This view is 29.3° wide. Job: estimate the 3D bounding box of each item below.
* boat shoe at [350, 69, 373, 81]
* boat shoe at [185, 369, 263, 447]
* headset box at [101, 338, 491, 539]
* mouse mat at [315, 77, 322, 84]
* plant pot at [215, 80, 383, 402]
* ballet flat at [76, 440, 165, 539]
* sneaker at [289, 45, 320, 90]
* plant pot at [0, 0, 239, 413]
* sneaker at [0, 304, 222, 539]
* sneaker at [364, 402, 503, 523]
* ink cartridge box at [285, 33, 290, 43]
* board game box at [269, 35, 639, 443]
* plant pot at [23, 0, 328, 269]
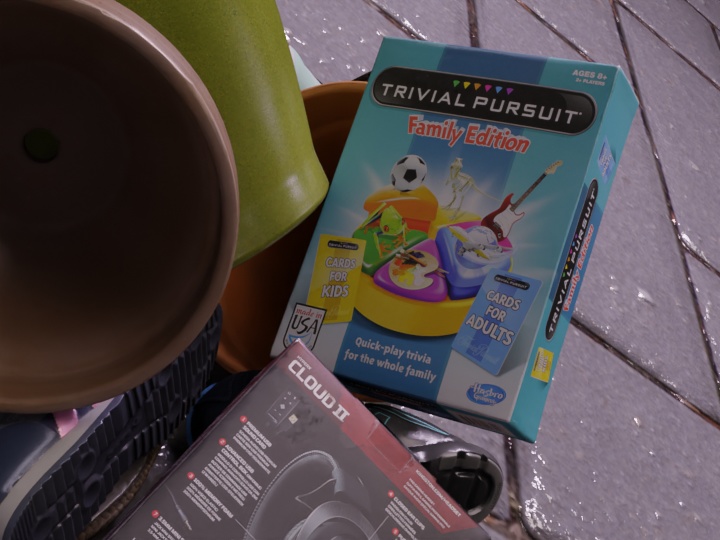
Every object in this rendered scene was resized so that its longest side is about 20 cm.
[{"bbox_3d":[0.017,-0.107,0.975,0.074,0.198,0.077,-24,105,-56],"label":"boat shoe"},{"bbox_3d":[-0.032,0.152,0.783,0.201,0.068,0.084,56,37,-3],"label":"boat shoe"},{"bbox_3d":[-0.041,0.148,0.699,0.149,0.077,0.200,45,59,-2],"label":"headset box"},{"bbox_3d":[-0.064,-0.136,1.170,0.160,0.008,0.200,40,28,-1],"label":"mouse mat"},{"bbox_3d":[0.000,0.000,0.889,0.140,0.199,0.202,41,20,-58],"label":"plant pot"},{"bbox_3d":[-0.138,0.097,0.758,0.066,0.047,0.201,13,31,8],"label":"ballet flat"},{"bbox_3d":[-0.106,-0.159,1.085,0.200,0.074,0.118,34,-6,36],"label":"sneaker"},{"bbox_3d":[-0.154,-0.044,0.633,0.200,0.201,0.093,36,19,-18],"label":"plant pot"},{"bbox_3d":[-0.144,0.065,0.695,0.081,0.071,0.200,18,35,19],"label":"sneaker"},{"bbox_3d":[-0.003,0.124,0.900,0.198,0.076,0.079,19,9,-31],"label":"sneaker"},{"bbox_3d":[-0.168,-0.148,0.908,0.199,0.084,0.145,-32,78,-36],"label":"ink cartridge box"},{"bbox_3d":[0.052,-0.023,0.763,0.149,0.203,0.047,12,-14,29],"label":"board game box"},{"bbox_3d":[-0.115,-0.096,0.753,0.195,0.198,0.201,61,26,-14],"label":"plant pot"}]
